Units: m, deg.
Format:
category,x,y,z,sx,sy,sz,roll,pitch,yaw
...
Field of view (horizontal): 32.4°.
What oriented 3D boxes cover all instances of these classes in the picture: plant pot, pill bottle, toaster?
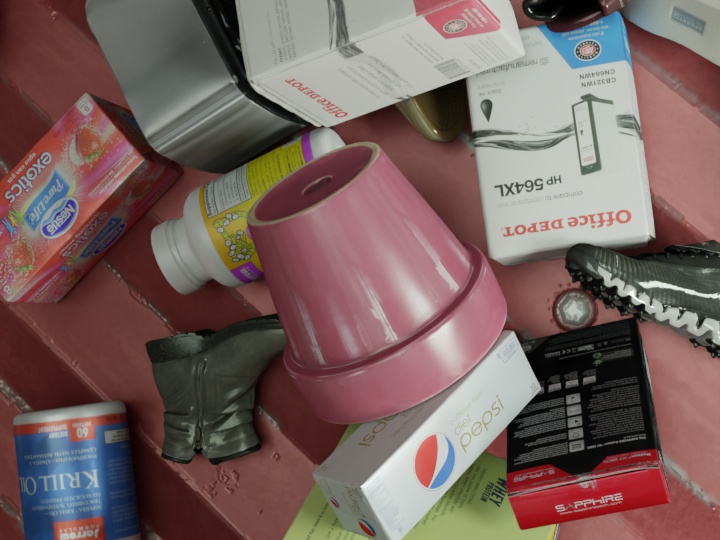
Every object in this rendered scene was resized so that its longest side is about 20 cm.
category,x,y,z,sx,sy,sz,roll,pitch,yaw
plant pot,0.000,0.000,1.050,0.199,0.200,0.180,-25,112,13
pill bottle,-0.096,-0.050,1.176,0.199,0.104,0.105,-25,81,14
toaster,-0.140,-0.191,1.158,0.118,0.181,0.201,-31,79,15
pill bottle,-0.273,0.233,1.209,0.112,0.112,0.201,-10,85,15

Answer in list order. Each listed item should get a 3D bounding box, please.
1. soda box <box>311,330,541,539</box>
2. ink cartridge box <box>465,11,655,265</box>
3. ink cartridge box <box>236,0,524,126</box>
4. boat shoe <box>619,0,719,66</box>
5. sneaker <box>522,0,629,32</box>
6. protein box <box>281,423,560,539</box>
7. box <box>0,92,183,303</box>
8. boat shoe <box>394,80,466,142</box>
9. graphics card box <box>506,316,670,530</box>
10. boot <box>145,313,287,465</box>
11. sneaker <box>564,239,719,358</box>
category,x,y,z,sx,sy,sz,roll,pitch,yaw
soda box,0.057,0.130,1.017,0.068,0.200,0.064,3,127,52
ink cartridge box,0.179,-0.114,1.112,0.145,0.084,0.201,-9,85,15
ink cartridge box,0.017,-0.204,1.043,0.199,0.146,0.085,-19,73,21
boat shoe,0.295,-0.246,1.094,0.200,0.068,0.072,38,142,36
sneaker,0.163,-0.273,1.084,0.116,0.076,0.200,-45,45,-12
protein box,0.048,0.258,1.058,0.199,0.199,0.135,19,137,16
box,-0.289,-0.067,1.232,0.200,0.103,0.095,-44,78,8
boat shoe,0.032,-0.202,1.172,0.201,0.072,0.065,60,142,10
graphics card box,0.187,0.125,1.048,0.125,0.200,0.051,-15,121,14
boot,-0.112,0.115,1.201,0.199,0.068,0.131,-13,89,22
sneaker,0.272,0.007,1.074,0.199,0.066,0.091,25,83,-10
